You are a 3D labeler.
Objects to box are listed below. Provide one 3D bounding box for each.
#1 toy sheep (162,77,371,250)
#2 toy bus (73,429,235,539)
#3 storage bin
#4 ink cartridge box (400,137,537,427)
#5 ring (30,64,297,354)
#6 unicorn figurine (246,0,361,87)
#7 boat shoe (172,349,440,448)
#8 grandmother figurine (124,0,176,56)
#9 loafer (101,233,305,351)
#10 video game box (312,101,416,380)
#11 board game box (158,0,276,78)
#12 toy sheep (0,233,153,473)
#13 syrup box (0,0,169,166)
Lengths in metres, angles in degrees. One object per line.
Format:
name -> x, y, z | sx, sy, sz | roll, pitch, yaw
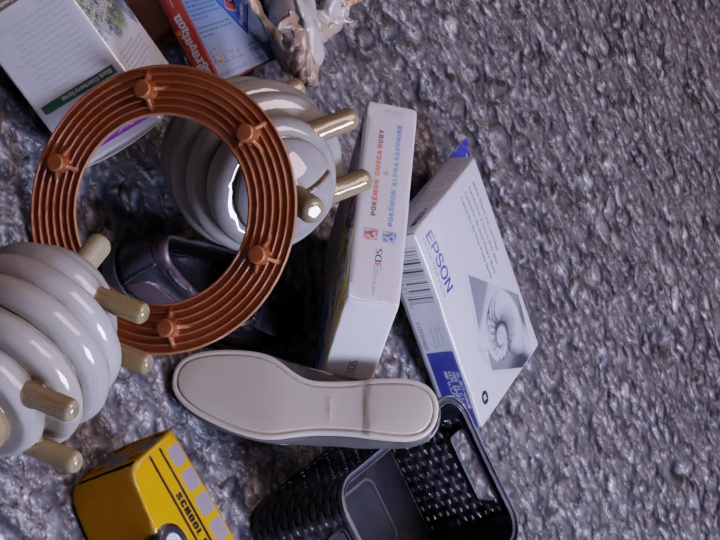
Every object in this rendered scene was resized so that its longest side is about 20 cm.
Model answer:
toy sheep -> -0.073, -0.076, 1.332 | 0.138, 0.200, 0.138 | -8, 108, -24
toy bus -> -0.119, 0.217, 1.267 | 0.200, 0.065, 0.078 | 61, 34, -9
storage bin -> 0.023, 0.199, 1.438 | 0.200, 0.094, 0.135 | -33, 99, -53
ink cartridge box -> 0.101, 0.007, 1.647 | 0.200, 0.041, 0.200 | -52, 128, -51
ring -> -0.139, -0.042, 1.261 | 0.019, 0.200, 0.201 | 9, 64, -72
unicorn figurine -> -0.054, -0.224, 1.571 | 0.137, 0.074, 0.200 | 57, 30, -36
boat shoe -> -0.041, 0.103, 1.374 | 0.057, 0.200, 0.067 | 96, 1, -71
grandmother figurine -> -0.209, -0.249, 1.397 | 0.200, 0.061, 0.121 | 55, 22, -22
loafer -> -0.104, 0.015, 1.392 | 0.200, 0.063, 0.072 | 18, 59, -47
video game box -> 0.000, 0.000, 1.438 | 0.047, 0.200, 0.182 | 11, 57, -4
board game box -> -0.115, -0.203, 1.469 | 0.103, 0.019, 0.200 | 65, 15, -7
toy sheep -> -0.211, 0.048, 1.176 | 0.138, 0.138, 0.200 | 54, 43, -19
syrup box -> -0.220, -0.180, 1.313 | 0.200, 0.081, 0.079 | 56, 21, -19
